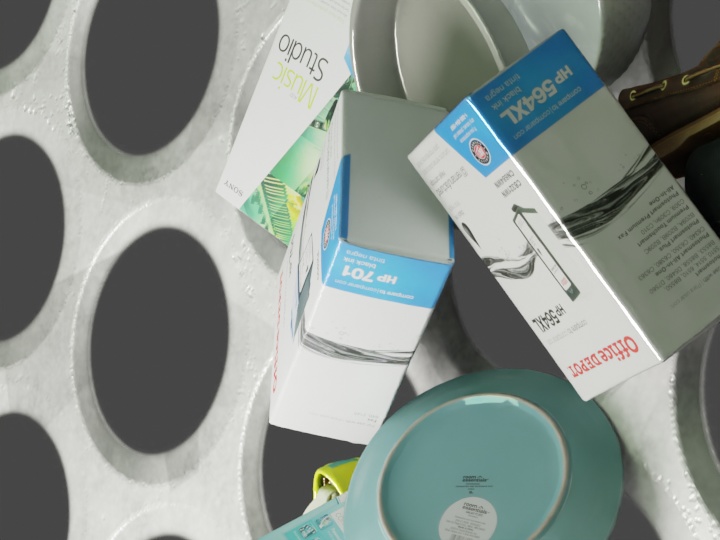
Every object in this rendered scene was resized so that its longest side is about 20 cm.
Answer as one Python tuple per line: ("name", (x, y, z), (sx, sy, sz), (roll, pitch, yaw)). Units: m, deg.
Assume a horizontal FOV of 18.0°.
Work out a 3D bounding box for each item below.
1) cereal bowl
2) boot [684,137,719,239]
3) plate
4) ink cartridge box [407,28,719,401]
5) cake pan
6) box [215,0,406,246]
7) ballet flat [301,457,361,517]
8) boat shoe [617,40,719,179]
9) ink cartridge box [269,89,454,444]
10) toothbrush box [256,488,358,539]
("cereal bowl", (0.131, -0.214, 1.527), (0.200, 0.083, 0.201), (44, 147, 39))
("boot", (0.289, -0.013, 1.360), (0.168, 0.076, 0.201), (-38, 75, 53))
("plate", (0.077, 0.145, 1.513), (0.198, 0.026, 0.201), (-12, 51, 16))
("ink cartridge box", (0.134, -0.030, 1.417), (0.201, 0.084, 0.146), (54, 161, 2))
("cake pan", (0.062, -0.128, 1.585), (0.200, 0.037, 0.202), (41, 143, 41))
("box", (-0.028, -0.119, 1.740), (0.144, 0.036, 0.201), (35, 109, 44))
("ballet flat", (-0.025, 0.235, 1.651), (0.067, 0.067, 0.202), (9, 90, 46))
("boat shoe", (0.239, -0.119, 1.431), (0.199, 0.070, 0.071), (-23, 68, 42))
("ink cartridge box", (0.000, 0.000, 1.575), (0.201, 0.085, 0.147), (113, 164, -45))
("toothbrush box", (-0.015, 0.246, 1.543), (0.147, 0.199, 0.086), (53, 161, 39))
